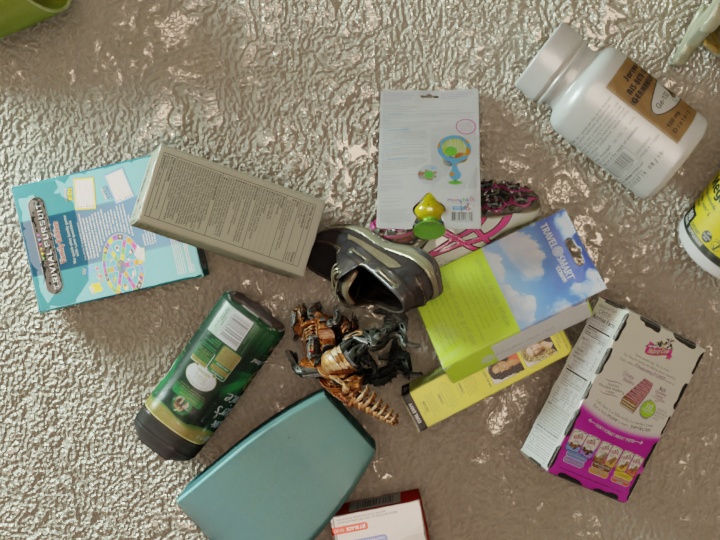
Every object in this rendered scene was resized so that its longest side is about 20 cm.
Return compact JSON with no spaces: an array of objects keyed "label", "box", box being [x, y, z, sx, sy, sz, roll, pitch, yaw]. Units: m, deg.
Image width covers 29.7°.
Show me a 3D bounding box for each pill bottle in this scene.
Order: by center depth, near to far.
[{"label":"pill bottle","box":[0.445,-0.088,1.477,0.112,0.113,0.200,32,125,1]},{"label":"pill bottle","box":[0.277,-0.183,1.519,0.200,0.114,0.115,38,94,1]}]

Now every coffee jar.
[{"label":"coffee jar","box":[-0.175,0.124,1.561,0.085,0.104,0.200,37,94,3]}]

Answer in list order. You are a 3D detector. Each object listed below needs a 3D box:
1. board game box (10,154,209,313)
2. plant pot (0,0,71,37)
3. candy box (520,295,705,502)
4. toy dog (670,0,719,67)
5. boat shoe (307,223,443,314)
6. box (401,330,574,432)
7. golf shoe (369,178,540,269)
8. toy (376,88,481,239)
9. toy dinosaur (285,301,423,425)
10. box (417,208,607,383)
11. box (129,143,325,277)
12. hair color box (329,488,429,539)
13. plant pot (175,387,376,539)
[{"label":"board game box","box":[-0.291,-0.046,1.587,0.199,0.047,0.152,-12,91,3]},{"label":"plant pot","box":[-0.463,-0.325,1.533,0.199,0.187,0.188,-28,91,19]},{"label":"candy box","box":[0.285,0.146,1.531,0.136,0.061,0.201,25,95,-33]},{"label":"toy dog","box":[0.476,-0.257,1.510,0.199,0.140,0.194,31,66,1]},{"label":"boat shoe","box":[0.000,0.000,1.513,0.073,0.199,0.075,-36,122,-34]},{"label":"box","box":[0.144,0.114,1.561,0.199,0.075,0.050,-28,92,2]},{"label":"golf shoe","box":[0.112,-0.046,1.565,0.199,0.073,0.093,-14,124,-2]},{"label":"toy","box":[0.078,-0.118,1.539,0.114,0.047,0.201,0,53,3]},{"label":"toy dinosaur","box":[-0.007,0.104,1.536,0.135,0.102,0.201,-21,66,-17]},{"label":"box","box":[0.165,0.027,1.521,0.199,0.048,0.122,-26,58,4]},{"label":"box","box":[-0.150,-0.064,1.532,0.199,0.078,0.096,20,83,-15]},{"label":"hair color box","box":[0.036,0.368,1.582,0.110,0.064,0.201,-12,93,3]},{"label":"plant pot","box":[-0.083,0.235,1.546,0.200,0.141,0.141,-43,90,1]}]
